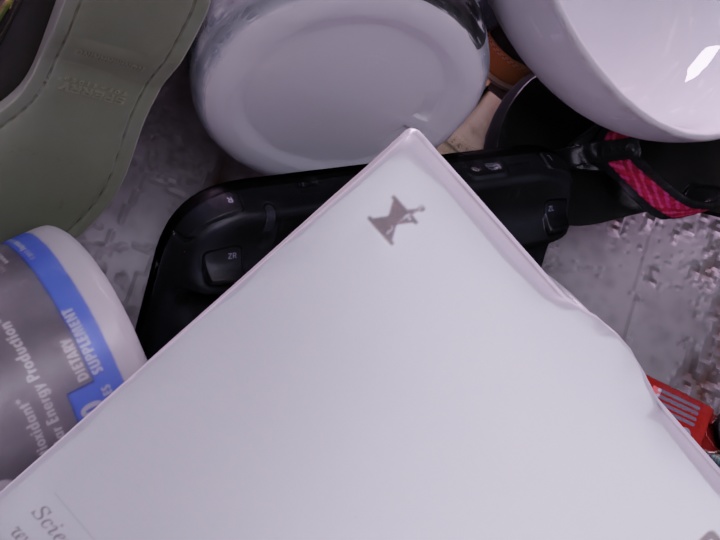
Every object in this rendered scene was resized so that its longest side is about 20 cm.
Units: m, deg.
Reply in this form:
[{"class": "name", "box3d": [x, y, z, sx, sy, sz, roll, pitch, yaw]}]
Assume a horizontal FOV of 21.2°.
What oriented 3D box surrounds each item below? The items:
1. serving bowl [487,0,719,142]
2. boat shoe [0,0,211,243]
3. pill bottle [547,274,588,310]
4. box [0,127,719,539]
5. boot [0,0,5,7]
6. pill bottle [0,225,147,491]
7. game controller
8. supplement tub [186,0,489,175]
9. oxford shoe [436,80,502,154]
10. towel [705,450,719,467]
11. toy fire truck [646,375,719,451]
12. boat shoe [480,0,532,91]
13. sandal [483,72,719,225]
[{"class": "serving bowl", "box3d": [0.108, -0.150, 0.831, 0.199, 0.066, 0.201, 11, 75, -43]}, {"class": "boat shoe", "box3d": [-0.120, -0.077, 0.777, 0.071, 0.201, 0.061, 19, 40, -28]}, {"class": "pill bottle", "box3d": [0.020, 0.093, 0.789, 0.200, 0.111, 0.111, -39, 92, -8]}, {"class": "box", "box3d": [0.007, 0.098, 0.665, 0.200, 0.131, 0.199, -41, 83, -8]}, {"class": "boot", "box3d": [-0.193, -0.195, 0.834, 0.199, 0.064, 0.187, 22, 71, -7]}, {"class": "pill bottle", "box3d": [-0.184, 0.072, 0.748, 0.199, 0.114, 0.114, -27, 87, -20]}, {"class": "game controller", "box3d": [0.000, 0.000, 0.799, 0.199, 0.105, 0.042, -8, 52, -33]}, {"class": "supplement tub", "box3d": [-0.019, -0.147, 0.813, 0.122, 0.123, 0.201, 3, 52, -16]}, {"class": "oxford shoe", "box3d": [0.002, -0.012, 0.847, 0.200, 0.070, 0.075, -42, 98, -19]}, {"class": "towel", "box3d": [0.149, 0.147, 0.709, 0.022, 0.200, 0.148, 0, 91, -3]}, {"class": "toy fire truck", "box3d": [0.147, 0.132, 0.871, 0.199, 0.049, 0.142, 26, 74, -10]}, {"class": "boat shoe", "box3d": [0.104, -0.181, 0.917, 0.074, 0.062, 0.201, 21, 72, -10]}, {"class": "sandal", "box3d": [0.146, -0.056, 0.888, 0.199, 0.045, 0.076, 3, 90, -29]}]
